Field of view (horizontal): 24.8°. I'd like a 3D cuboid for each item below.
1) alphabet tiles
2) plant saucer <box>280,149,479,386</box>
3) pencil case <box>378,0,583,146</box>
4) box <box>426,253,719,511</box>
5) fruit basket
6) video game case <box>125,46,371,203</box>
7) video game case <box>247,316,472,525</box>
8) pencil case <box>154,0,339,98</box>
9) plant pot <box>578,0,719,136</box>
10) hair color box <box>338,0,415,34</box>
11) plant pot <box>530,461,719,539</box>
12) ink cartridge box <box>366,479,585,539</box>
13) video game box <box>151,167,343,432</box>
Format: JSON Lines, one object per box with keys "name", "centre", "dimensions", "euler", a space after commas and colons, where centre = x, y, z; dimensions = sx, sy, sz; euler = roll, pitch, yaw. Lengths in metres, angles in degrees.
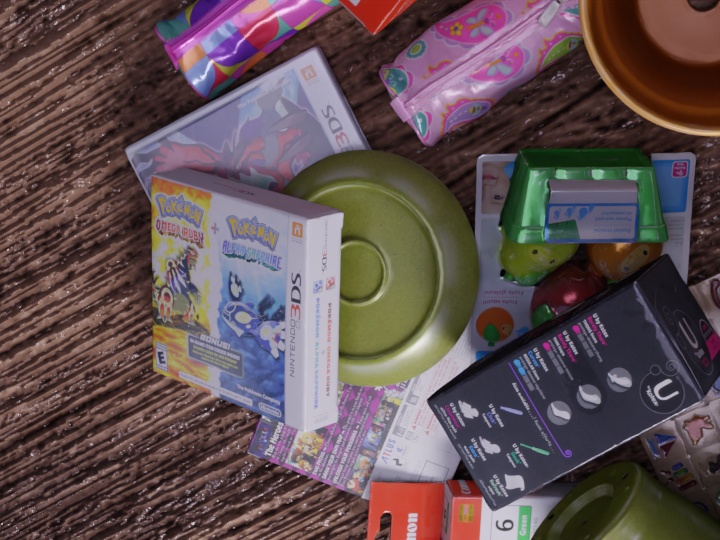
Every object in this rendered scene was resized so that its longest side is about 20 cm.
{"name": "alphabet tiles", "centre": [0.315, 0.108, 1.414], "dimensions": [0.166, 0.008, 0.201], "euler": [-25, 94, 14]}
{"name": "plant saucer", "centre": [0.000, 0.000, 1.374], "dimensions": [0.199, 0.031, 0.202], "euler": [2, 96, 19]}
{"name": "pencil case", "centre": [0.113, -0.188, 1.358], "dimensions": [0.199, 0.087, 0.088], "euler": [-33, 93, 14]}
{"name": "box", "centre": [0.173, 0.087, 1.289], "dimensions": [0.199, 0.122, 0.106], "euler": [-32, 88, 26]}
{"name": "fruit basket", "centre": [0.184, 0.000, 1.365], "dimensions": [0.184, 0.094, 0.201], "euler": [0, 104, -3]}
{"name": "video game case", "centre": [-0.082, -0.071, 1.445], "dimensions": [0.199, 0.023, 0.183], "euler": [-26, 94, 14]}
{"name": "video game case", "centre": [0.018, 0.101, 1.439], "dimensions": [0.180, 0.036, 0.201], "euler": [21, 103, -3]}
{"name": "pencil case", "centre": [-0.079, -0.232, 1.386], "dimensions": [0.200, 0.088, 0.089], "euler": [-37, 92, 15]}
{"name": "plant pot", "centre": [0.271, -0.212, 1.274], "dimensions": [0.199, 0.183, 0.202], "euler": [1, 99, 9]}
{"name": "hair color box", "centre": [0.031, -0.271, 1.297], "dimensions": [0.101, 0.200, 0.061], "euler": [43, 129, 1]}
{"name": "plant pot", "centre": [0.241, 0.267, 1.341], "dimensions": [0.200, 0.200, 0.193], "euler": [-41, 99, 14]}
{"name": "ink cartridge box", "centre": [0.106, 0.241, 1.427], "dimensions": [0.199, 0.050, 0.110], "euler": [2, 100, -7]}
{"name": "video game box", "centre": [-0.099, 0.021, 1.381], "dimensions": [0.199, 0.047, 0.184], "euler": [16, 110, 41]}
